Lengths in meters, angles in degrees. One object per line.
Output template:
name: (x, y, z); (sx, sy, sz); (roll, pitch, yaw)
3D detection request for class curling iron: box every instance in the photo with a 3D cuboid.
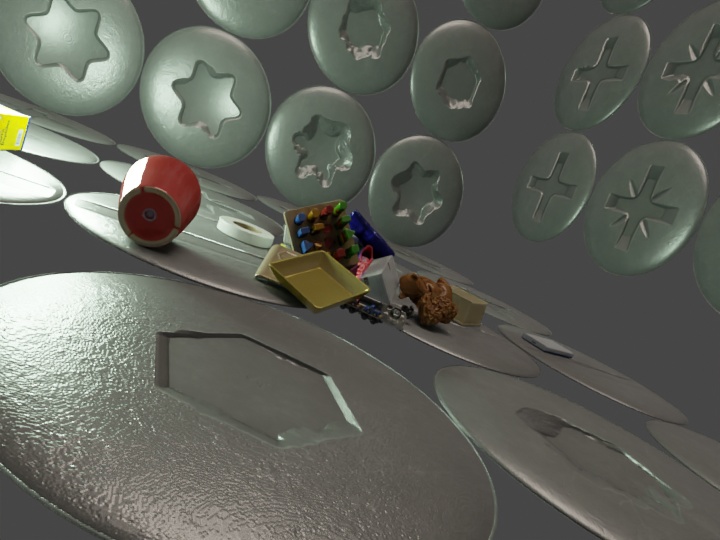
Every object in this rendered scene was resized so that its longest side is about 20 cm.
curling iron: (0.087, 0.108, 1.662); (0.196, 0.026, 0.049); (18, 35, 40)

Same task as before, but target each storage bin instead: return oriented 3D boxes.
storage bin: (0.362, 0.125, 2.071); (0.196, 0.096, 0.198); (27, 10, 31)

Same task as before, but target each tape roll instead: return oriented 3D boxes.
tape roll: (-0.390, -0.131, 1.841); (0.198, 0.038, 0.203); (23, 9, -4)

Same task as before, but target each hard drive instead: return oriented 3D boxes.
hard drive: (0.779, 0.312, 2.250); (0.196, 0.026, 0.131); (17, 11, -36)

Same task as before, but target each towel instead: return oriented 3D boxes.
towel: (0.024, -0.108, 1.795); (0.200, 0.050, 0.148); (47, -8, -6)

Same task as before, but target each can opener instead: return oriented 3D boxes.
can opener: (0.036, 0.112, 1.510); (0.195, 0.054, 0.067); (23, -24, 1)

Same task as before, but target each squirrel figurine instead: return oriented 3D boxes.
squirrel figurine: (0.210, 0.084, 1.710); (0.185, 0.142, 0.201); (33, 13, -36)

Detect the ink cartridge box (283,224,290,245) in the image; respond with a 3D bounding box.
ink cartridge box: (-0.140, -0.112, 1.759); (0.193, 0.088, 0.146); (6, 0, 3)

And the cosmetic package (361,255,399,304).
cosmetic package: (0.064, 0.032, 1.657); (0.072, 0.105, 0.200); (-13, 15, 15)

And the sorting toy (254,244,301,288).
sorting toy: (-0.172, 0.009, 1.457); (0.194, 0.037, 0.186); (19, 28, -2)

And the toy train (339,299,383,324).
toy train: (-0.024, 0.088, 1.451); (0.196, 0.047, 0.034); (26, 9, 15)

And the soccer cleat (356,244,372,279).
soccer cleat: (0.000, 0.000, 1.712); (0.067, 0.074, 0.202); (22, 41, -3)

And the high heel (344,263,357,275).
high heel: (-0.086, 0.009, 1.579); (0.197, 0.098, 0.067); (16, 18, -45)

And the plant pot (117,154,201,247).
plant pot: (-0.487, -0.157, 1.289); (0.195, 0.205, 0.178); (19, 19, -18)

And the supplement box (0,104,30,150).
supplement box: (-1.073, -0.423, 1.569); (0.106, 0.112, 0.200); (21, 9, -8)

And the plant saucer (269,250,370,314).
plant saucer: (-0.105, 0.035, 1.364); (0.199, 0.050, 0.197); (38, 34, 29)

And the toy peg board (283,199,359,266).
toy peg board: (-0.104, -0.106, 1.601); (0.194, 0.206, 0.098); (-14, -6, -24)

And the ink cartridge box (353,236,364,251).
ink cartridge box: (-0.033, -0.050, 1.906); (0.195, 0.150, 0.086); (19, 7, -19)

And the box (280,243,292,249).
box: (-0.175, -0.023, 1.722); (0.115, 0.050, 0.199); (17, 8, -35)
